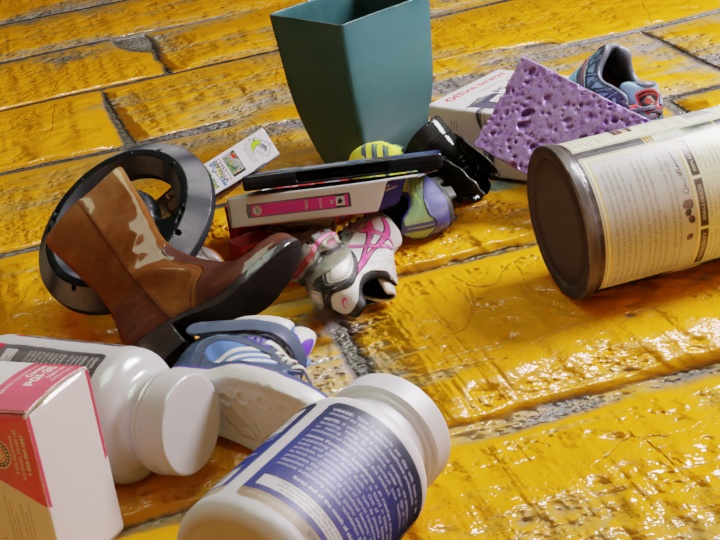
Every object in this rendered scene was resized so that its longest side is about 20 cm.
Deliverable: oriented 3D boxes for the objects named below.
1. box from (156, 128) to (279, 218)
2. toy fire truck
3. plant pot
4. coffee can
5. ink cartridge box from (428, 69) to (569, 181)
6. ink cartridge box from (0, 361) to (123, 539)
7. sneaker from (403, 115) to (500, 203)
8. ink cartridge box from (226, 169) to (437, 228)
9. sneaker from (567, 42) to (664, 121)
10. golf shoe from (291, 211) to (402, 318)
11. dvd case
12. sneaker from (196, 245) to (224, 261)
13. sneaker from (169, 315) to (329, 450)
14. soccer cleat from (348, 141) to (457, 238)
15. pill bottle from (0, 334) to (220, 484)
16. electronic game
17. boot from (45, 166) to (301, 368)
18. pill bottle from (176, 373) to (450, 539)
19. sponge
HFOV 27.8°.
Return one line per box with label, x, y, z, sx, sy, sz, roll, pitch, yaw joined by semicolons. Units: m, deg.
box;-0.172;-0.088;1.589;0.110;0.035;0.200;-35;4;-27
toy fire truck;-0.074;-0.051;1.584;0.200;0.049;0.141;-22;27;-29
plant pot;-0.001;-0.227;1.771;0.141;0.200;0.141;-25;29;-33
coffee can;0.276;-0.067;1.364;0.200;0.146;0.146;-14;24;-11
ink cartridge box;0.201;-0.170;1.708;0.200;0.084;0.145;13;31;41
ink cartridge box;-0.294;0.145;1.090;0.200;0.147;0.083;2;25;24
sneaker;0.100;-0.112;1.639;0.060;0.104;0.200;-44;-4;-10
ink cartridge box;-0.026;-0.073;1.470;0.200;0.037;0.095;-8;5;15
sneaker;0.282;-0.158;1.544;0.079;0.096;0.200;-5;57;-30
golf shoe;0.000;0.000;1.436;0.092;0.073;0.200;43;26;8
dvd case;-0.015;-0.103;1.497;0.200;0.018;0.143;-6;6;4
sneaker;-0.235;0.012;1.474;0.200;0.076;0.092;2;31;29
sneaker;-0.067;0.083;1.229;0.200;0.081;0.146;3;30;39
soccer cleat;0.028;-0.090;1.600;0.084;0.065;0.200;-21;32;-22
pill bottle;-0.218;0.113;1.180;0.200;0.111;0.111;4;26;29
electronic game;-0.234;-0.044;1.455;0.200;0.042;0.200;-14;53;20
boot;-0.175;-0.022;1.366;0.188;0.068;0.200;-43;63;5
pill bottle;-0.025;0.157;1.000;0.116;0.116;0.200;6;28;32
sponge;0.225;-0.134;1.525;0.200;0.112;0.030;33;6;32
